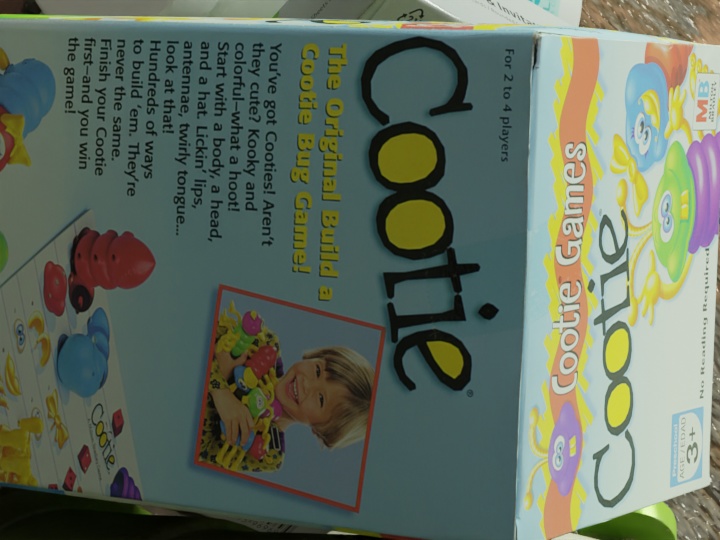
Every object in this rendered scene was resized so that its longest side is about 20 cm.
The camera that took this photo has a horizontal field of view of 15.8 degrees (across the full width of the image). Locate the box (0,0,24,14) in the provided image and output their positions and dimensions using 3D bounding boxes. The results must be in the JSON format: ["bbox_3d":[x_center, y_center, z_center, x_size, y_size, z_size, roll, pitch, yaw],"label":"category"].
[{"bbox_3d":[-0.175,-0.033,0.650,0.100,0.075,0.200,33,50,1],"label":"box"}]

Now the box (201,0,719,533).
[{"bbox_3d":[0.000,0.000,0.808,0.156,0.200,0.041,24,33,-35],"label":"box"}]

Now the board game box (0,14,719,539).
[{"bbox_3d":[-0.029,-0.005,0.589,0.103,0.199,0.105,-6,99,-60],"label":"board game box"}]

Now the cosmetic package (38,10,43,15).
[{"bbox_3d":[-0.035,-0.004,0.899,0.199,0.085,0.108,24,29,-35],"label":"cosmetic package"}]

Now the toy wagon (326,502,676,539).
[{"bbox_3d":[0.026,0.125,0.795,0.199,0.040,0.156,12,43,-6],"label":"toy wagon"}]

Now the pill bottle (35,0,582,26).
[{"bbox_3d":[-0.019,-0.098,0.839,0.200,0.111,0.111,2,48,-56],"label":"pill bottle"}]

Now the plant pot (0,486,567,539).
[{"bbox_3d":[0.017,0.131,0.562,0.200,0.189,0.201,33,51,-54],"label":"plant pot"}]
